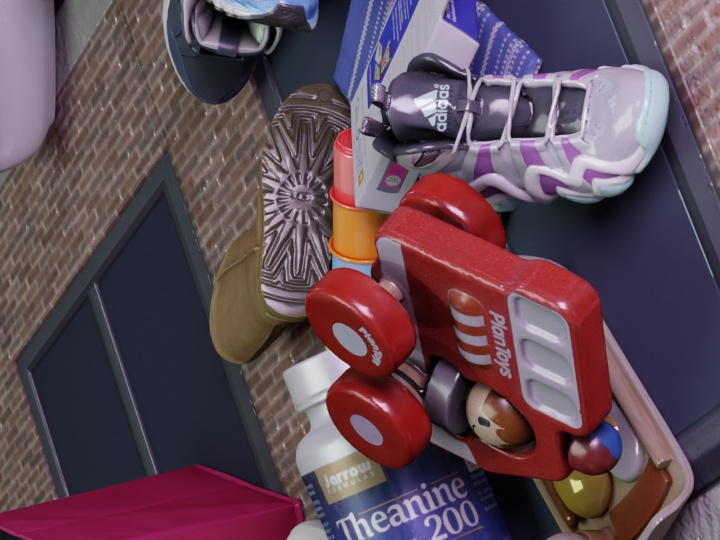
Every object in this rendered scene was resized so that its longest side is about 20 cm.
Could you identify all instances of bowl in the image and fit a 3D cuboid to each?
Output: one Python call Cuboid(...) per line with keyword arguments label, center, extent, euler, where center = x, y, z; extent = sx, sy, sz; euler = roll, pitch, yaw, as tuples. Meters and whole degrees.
Cuboid(label="bowl", center=(-0.326, -0.202, 2.310), extent=(0.200, 0.075, 0.200), euler=(39, 134, 51))

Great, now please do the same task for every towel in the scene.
Cuboid(label="towel", center=(0.048, -0.128, 1.681), extent=(0.200, 0.024, 0.145), euler=(50, 139, 41))

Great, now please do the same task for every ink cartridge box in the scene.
Cuboid(label="ink cartridge box", center=(0.038, -0.135, 1.607), extent=(0.200, 0.037, 0.095), euler=(112, 162, -45))

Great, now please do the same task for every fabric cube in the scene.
Cuboid(label="fabric cube", center=(-0.165, 0.276, 2.049), extent=(0.200, 0.199, 0.197), euler=(9, 109, 61))

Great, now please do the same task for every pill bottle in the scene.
Cuboid(label="pill bottle", center=(0.025, 0.142, 1.699), extent=(0.111, 0.111, 0.200), euler=(-32, 80, 62))

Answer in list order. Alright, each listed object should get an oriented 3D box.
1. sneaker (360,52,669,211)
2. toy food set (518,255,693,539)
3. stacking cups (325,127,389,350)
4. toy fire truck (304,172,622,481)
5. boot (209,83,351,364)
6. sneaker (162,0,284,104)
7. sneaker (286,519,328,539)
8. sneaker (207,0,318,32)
Cuboid(label="sneaker", center=(0.071, -0.086, 1.494), extent=(0.200, 0.140, 0.078), euler=(-20, 57, 56))
Cuboid(label="toy food set", center=(0.117, 0.108, 1.589), extent=(0.200, 0.060, 0.144), euler=(61, 149, 30))
Cuboid(label="stacking cups", center=(0.000, 0.000, 1.753), extent=(0.060, 0.060, 0.200), euler=(38, 138, 52))
Cuboid(label="toy fire truck", center=(0.071, 0.052, 1.500), extent=(0.168, 0.112, 0.200), euler=(27, 147, 31))
Cuboid(label="boot", center=(-0.062, -0.030, 1.869), extent=(0.200, 0.066, 0.175), euler=(145, 139, -75))
Cuboid(label="sneaker", center=(-0.097, -0.168, 1.825), extent=(0.146, 0.077, 0.203), euler=(-95, 11, -48))
Cuboid(label="sneaker", center=(-0.021, 0.251, 1.889), extent=(0.200, 0.085, 0.073), euler=(48, 142, 47))
Cuboid(label="sneaker", center=(-0.061, -0.235, 1.692), extent=(0.200, 0.078, 0.090), euler=(-102, 28, -42))
